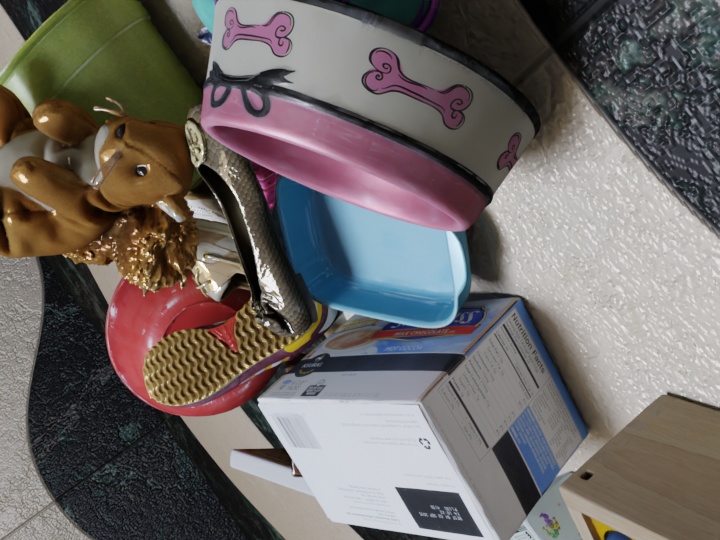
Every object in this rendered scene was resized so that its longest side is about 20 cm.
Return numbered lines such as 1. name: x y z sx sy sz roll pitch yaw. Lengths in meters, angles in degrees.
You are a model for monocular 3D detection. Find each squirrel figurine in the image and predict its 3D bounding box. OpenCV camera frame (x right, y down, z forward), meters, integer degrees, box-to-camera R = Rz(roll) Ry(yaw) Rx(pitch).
1. squirrel figurine: -0.209 -0.070 0.885 0.186 0.142 0.200 -10 146 22

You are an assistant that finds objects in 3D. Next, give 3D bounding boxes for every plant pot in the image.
1. plant pot: -0.227 -0.152 1.006 0.190 0.200 0.200 43 161 -7

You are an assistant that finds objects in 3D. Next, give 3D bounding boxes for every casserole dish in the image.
1. casserole dish: 0.011 -0.025 0.789 0.200 0.039 0.121 10 119 42

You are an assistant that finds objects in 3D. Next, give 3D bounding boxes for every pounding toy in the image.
1. pounding toy: 0.228 0.211 0.601 0.184 0.142 0.200 15 136 60

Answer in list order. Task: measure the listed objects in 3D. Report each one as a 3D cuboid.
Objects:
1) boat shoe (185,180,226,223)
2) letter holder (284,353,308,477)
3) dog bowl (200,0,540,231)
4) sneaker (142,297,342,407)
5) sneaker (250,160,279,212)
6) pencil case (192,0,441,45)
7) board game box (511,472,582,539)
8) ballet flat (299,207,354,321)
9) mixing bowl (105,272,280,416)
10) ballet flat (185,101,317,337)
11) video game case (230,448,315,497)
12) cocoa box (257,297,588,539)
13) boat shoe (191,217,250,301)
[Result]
1. boat shoe: -0.163 -0.068 1.119 0.200 0.071 0.069 17 136 57
2. letter holder: -0.002 0.133 1.025 0.200 0.142 0.101 162 105 -85
3. dog bowl: -0.003 -0.085 0.596 0.200 0.074 0.200 21 176 1
4. sneaker: -0.107 0.073 0.958 0.090 0.200 0.075 12 -124 -64
5. sneaker: -0.090 -0.124 0.860 0.088 0.081 0.200 43 156 24
6. pencil case: -0.037 -0.180 0.644 0.200 0.092 0.085 18 95 56
7. board game box: 0.198 0.282 0.893 0.200 0.064 0.148 53 160 9
8. ballet flat: 0.000 0.000 0.900 0.069 0.069 0.200 23 147 54
9. mixing bowl: -0.161 0.070 1.071 0.200 0.200 0.108 60 172 -15
10. ballet flat: -0.094 -0.036 0.817 0.200 0.046 0.067 66 165 -12
11. video game case: -0.006 0.205 1.049 0.200 0.182 0.023 2 87 54
12. cocoa box: 0.047 0.114 0.805 0.200 0.131 0.134 -8 117 50
13. boat shoe: -0.129 -0.004 0.994 0.200 0.069 0.074 9 165 3
